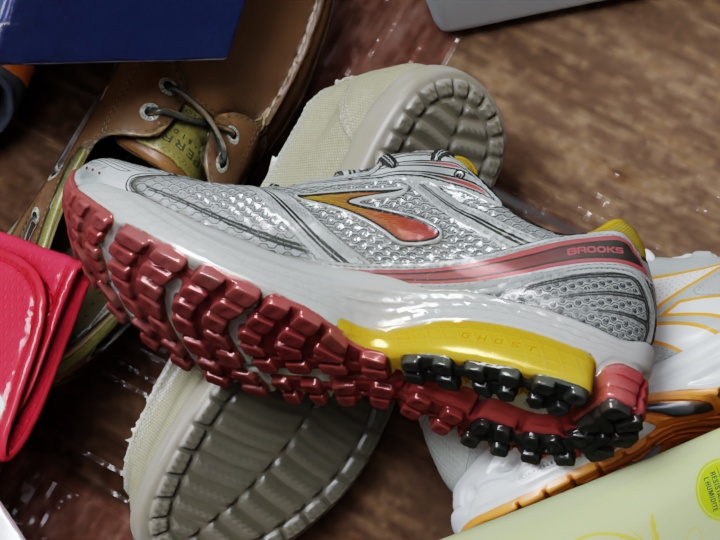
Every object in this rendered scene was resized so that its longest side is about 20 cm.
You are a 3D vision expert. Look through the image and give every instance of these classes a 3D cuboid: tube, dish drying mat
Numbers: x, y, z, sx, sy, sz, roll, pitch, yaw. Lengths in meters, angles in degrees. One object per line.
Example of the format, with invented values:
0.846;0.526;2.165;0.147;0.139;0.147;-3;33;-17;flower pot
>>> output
0.067;0.101;0.851;0.200;0.058;0.052;-16;57;-15;tube
-0.189;0.007;0.924;0.200;0.018;0.077;16;83;28;dish drying mat

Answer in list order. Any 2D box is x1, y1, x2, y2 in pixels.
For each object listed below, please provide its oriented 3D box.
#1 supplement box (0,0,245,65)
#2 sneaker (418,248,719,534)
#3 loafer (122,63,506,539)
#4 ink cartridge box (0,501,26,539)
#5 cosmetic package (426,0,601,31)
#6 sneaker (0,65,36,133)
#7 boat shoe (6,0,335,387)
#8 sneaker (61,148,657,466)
-0.130;-0.161;0.895;0.200;0.109;0.109;36;118;36;supplement box
0.106;0.015;0.896;0.200;0.076;0.092;-27;63;0;sneaker
-0.021;0.015;0.924;0.200;0.076;0.068;-57;32;-1;loafer
-0.164;0.165;0.875;0.176;0.045;0.200;-35;78;-3;ink cartridge box
0.098;-0.206;0.925;0.200;0.165;0.165;-11;68;8;cosmetic package
-0.219;-0.089;0.995;0.200;0.078;0.112;3;70;12;sneaker
-0.066;-0.043;0.933;0.072;0.068;0.200;30;92;-15;boat shoe
0.000;0.000;0.853;0.200;0.078;0.082;16;62;0;sneaker
